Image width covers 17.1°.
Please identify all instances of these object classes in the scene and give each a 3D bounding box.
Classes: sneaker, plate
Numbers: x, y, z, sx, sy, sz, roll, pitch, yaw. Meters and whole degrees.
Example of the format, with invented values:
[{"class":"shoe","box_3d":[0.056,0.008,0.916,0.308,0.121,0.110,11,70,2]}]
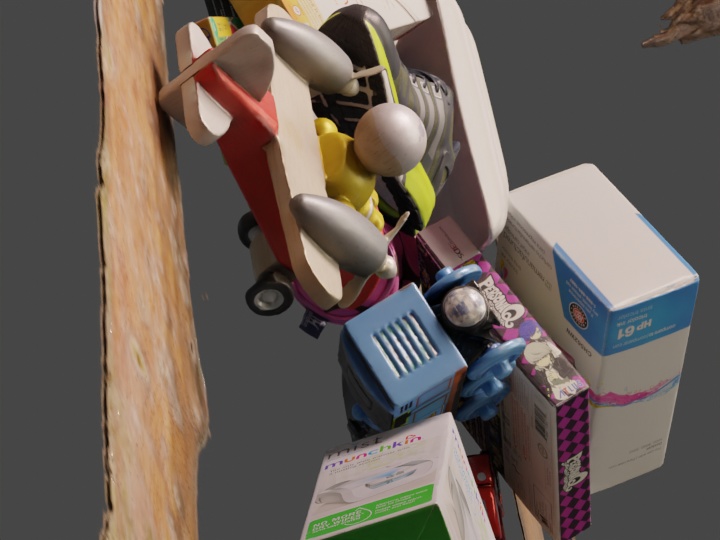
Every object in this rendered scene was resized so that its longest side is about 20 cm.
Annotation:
[{"class":"sneaker","box_3d":[0.019,-0.113,1.593,0.081,0.074,0.200,-55,151,-24]},{"class":"plate","box_3d":[0.070,-0.097,1.793,0.200,0.032,0.201,120,-43,-73]}]

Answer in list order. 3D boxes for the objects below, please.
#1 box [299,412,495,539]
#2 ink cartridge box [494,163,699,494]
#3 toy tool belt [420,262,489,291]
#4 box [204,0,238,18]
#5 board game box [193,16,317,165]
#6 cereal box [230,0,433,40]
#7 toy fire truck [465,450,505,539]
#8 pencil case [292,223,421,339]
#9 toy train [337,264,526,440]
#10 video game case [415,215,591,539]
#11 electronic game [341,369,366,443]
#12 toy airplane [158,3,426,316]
[{"class":"box","box_3d":[0.041,0.218,1.495,0.177,0.096,0.201,-68,140,-75]},{"class":"ink cartridge box","box_3d":[0.168,0.047,1.787,0.145,0.084,0.201,50,-29,38]},{"class":"toy tool belt","box_3d":[0.071,0.045,2.013,0.125,0.122,0.201,-77,149,-76]},{"class":"box","box_3d":[-0.063,-0.142,1.742,0.193,0.047,0.201,-1,74,-80]},{"class":"board game box","box_3d":[-0.043,-0.125,1.633,0.200,0.030,0.096,-9,81,-61]},{"class":"cereal box","box_3d":[-0.037,-0.216,1.647,0.144,0.039,0.200,59,29,2]},{"class":"toy fire truck","box_3d":[0.089,0.218,1.785,0.200,0.048,0.142,64,17,-76]},{"class":"pencil case","box_3d":[0.000,0.000,1.730,0.094,0.091,0.200,38,8,5]},{"class":"toy train","box_3d":[0.043,0.066,1.624,0.087,0.114,0.200,59,-11,15]},{"class":"video game case","box_3d":[0.106,0.083,1.758,0.182,0.036,0.201,52,-17,32]},{"class":"electronic game","box_3d":[0.030,0.144,1.791,0.200,0.041,0.201,-18,90,-83]},{"class":"toy airplane","box_3d":[-0.032,-0.075,1.436,0.199,0.140,0.201,-1,74,-82]}]
